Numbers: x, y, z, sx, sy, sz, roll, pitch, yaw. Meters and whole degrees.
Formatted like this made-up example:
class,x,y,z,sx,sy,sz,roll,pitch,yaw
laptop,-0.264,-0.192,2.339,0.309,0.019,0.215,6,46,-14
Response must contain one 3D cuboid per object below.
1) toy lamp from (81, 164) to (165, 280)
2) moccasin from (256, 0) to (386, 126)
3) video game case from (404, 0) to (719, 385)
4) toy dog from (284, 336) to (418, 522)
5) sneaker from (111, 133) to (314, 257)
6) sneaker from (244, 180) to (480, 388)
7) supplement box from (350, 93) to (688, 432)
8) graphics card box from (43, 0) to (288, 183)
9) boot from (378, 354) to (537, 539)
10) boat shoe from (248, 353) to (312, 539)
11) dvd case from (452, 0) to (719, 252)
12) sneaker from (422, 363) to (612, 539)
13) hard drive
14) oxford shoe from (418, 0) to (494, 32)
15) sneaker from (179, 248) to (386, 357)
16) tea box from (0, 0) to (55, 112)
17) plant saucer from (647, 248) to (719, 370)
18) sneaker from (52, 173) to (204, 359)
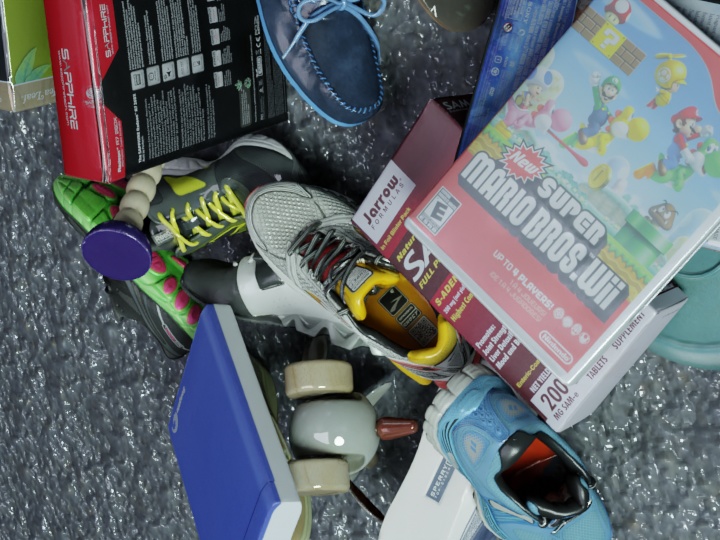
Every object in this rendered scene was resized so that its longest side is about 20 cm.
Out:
class,x,y,z,sx,sy,sz,roll,pitch,yaw
toy lamp,-0.155,-0.082,1.031,0.058,0.201,0.059,6,139,5
moccasin,-0.036,-0.198,0.952,0.068,0.080,0.201,-27,90,54
video game case,0.138,-0.054,0.800,0.143,0.017,0.200,45,102,19
toy dog,-0.002,0.122,1.014,0.095,0.200,0.134,0,95,5
sneaker,-0.116,-0.046,1.066,0.199,0.085,0.075,-8,125,46
sneaker,0.000,0.000,0.950,0.199,0.082,0.078,36,88,16
supplement box,0.098,-0.008,0.886,0.200,0.061,0.109,45,120,19
graphics card box,-0.131,-0.147,0.972,0.050,0.199,0.127,10,114,35
boot,0.086,0.133,0.994,0.072,0.090,0.201,34,96,29
boat shoe,-0.090,0.140,1.074,0.073,0.063,0.202,-25,48,12
dvd case,0.163,-0.099,0.812,0.198,0.018,0.144,17,92,22
sneaker,0.116,0.147,0.901,0.200,0.078,0.090,46,175,-41
hard drive,-0.096,0.140,0.994,0.201,0.025,0.133,-116,37,-47
oxford shoe,0.028,-0.246,0.909,0.202,0.071,0.071,64,161,0
sneaker,-0.047,-0.001,1.050,0.198,0.074,0.090,11,107,24
tea box,-0.306,-0.247,1.123,0.199,0.133,0.199,14,114,35
plant saucer,0.208,-0.029,0.856,0.199,0.027,0.202,15,115,34
sneaker,-0.201,-0.005,1.167,0.200,0.076,0.084,50,126,15
